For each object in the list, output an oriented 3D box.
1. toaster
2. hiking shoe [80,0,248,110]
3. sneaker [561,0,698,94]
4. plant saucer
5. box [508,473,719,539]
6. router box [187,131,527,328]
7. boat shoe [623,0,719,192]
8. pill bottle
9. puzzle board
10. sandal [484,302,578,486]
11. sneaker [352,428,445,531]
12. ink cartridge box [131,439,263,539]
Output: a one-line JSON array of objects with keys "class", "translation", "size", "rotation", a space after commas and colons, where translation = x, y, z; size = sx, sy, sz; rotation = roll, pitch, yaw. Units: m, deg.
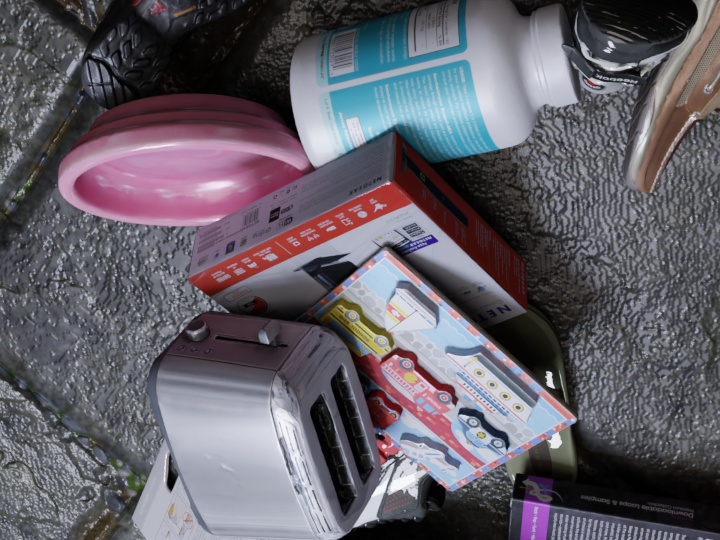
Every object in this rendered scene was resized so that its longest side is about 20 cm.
[{"class": "toaster", "translation": [-0.067, 0.127, 0.915], "size": [0.127, 0.114, 0.203], "rotation": [0, 119, 29]}, {"class": "hiking shoe", "translation": [-0.143, -0.214, 0.910], "size": [0.200, 0.101, 0.076], "rotation": [-45, 122, -2]}, {"class": "sneaker", "translation": [0.172, -0.149, 0.787], "size": [0.073, 0.200, 0.090], "rotation": [24, 118, 9]}, {"class": "plant saucer", "translation": [-0.130, -0.084, 0.921], "size": [0.197, 0.200, 0.052], "rotation": [-10, 75, 18]}, {"class": "box", "translation": [0.222, 0.245, 1.020], "size": [0.196, 0.036, 0.145], "rotation": [9, 130, 12]}, {"class": "router box", "translation": [0.000, 0.000, 0.923], "size": [0.198, 0.049, 0.179], "rotation": [-24, 134, 31]}, {"class": "boat shoe", "translation": [0.243, -0.141, 0.845], "size": [0.071, 0.076, 0.202], "rotation": [20, 118, 3]}, {"class": "pill bottle", "translation": [0.056, -0.135, 0.874], "size": [0.197, 0.111, 0.112], "rotation": [-10, 110, 19]}, {"class": "puzzle board", "translation": [0.046, 0.084, 0.923], "size": [0.199, 0.018, 0.150], "rotation": [40, 133, -13]}, {"class": "sandal", "translation": [0.135, 0.110, 0.988], "size": [0.079, 0.057, 0.204], "rotation": [-14, 110, 21]}, {"class": "sneaker", "translation": [0.017, 0.190, 1.046], "size": [0.098, 0.071, 0.201], "rotation": [41, 115, -3]}, {"class": "ink cartridge box", "translation": [-0.123, 0.216, 1.089], "size": [0.177, 0.044, 0.202], "rotation": [49, 126, 35]}]
